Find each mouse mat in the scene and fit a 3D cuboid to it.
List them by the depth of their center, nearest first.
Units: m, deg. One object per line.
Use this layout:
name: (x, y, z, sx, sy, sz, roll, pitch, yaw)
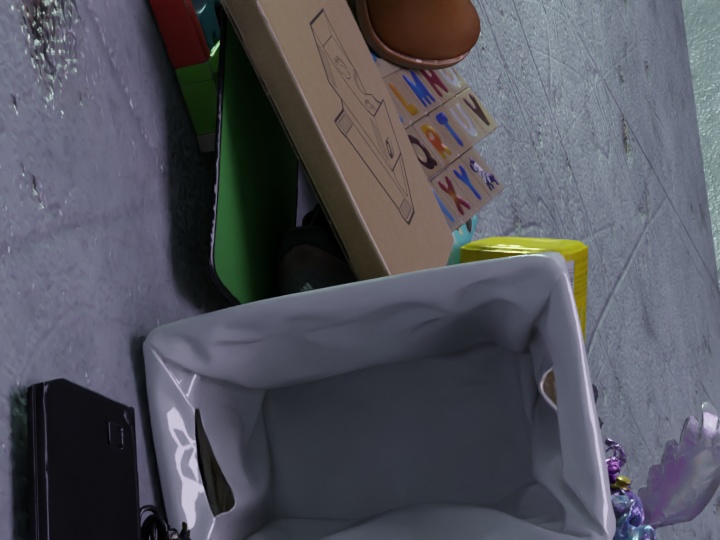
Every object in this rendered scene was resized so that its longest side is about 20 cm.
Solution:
mouse mat: (-0.054, -0.066, 1.085, 0.161, 0.007, 0.202, 56, 32, -68)

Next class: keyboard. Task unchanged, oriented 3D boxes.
keyboard: (-0.100, 0.148, 0.825, 0.127, 0.020, 0.202, 34, 48, -60)

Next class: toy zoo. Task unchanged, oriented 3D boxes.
toy zoo: (-0.090, -0.179, 1.070, 0.131, 0.020, 0.201, -71, 147, -60)

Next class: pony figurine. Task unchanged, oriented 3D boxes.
pony figurine: (0.197, 0.194, 1.646, 0.200, 0.165, 0.194, -59, 168, -72)

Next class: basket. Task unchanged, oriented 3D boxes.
basket: (0.016, 0.075, 0.959, 0.123, 0.198, 0.137, 9, 71, -78)

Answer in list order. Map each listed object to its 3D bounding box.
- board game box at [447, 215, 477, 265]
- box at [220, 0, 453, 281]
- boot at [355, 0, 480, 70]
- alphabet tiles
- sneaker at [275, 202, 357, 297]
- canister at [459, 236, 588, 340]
board game box: (0.025, -0.058, 1.345, 0.200, 0.047, 0.152, -67, 143, -63)
box: (-0.007, -0.078, 1.087, 0.201, 0.021, 0.164, 64, 17, -13)
boot: (0.052, -0.198, 1.238, 0.199, 0.154, 0.074, 25, 50, -46)
alphabet tiles: (0.030, -0.109, 1.287, 0.168, 0.008, 0.200, 52, 24, 0)
sneaker: (0.000, 0.000, 1.145, 0.200, 0.076, 0.083, -12, 93, -79)
canister: (0.107, 0.081, 1.386, 0.148, 0.086, 0.202, -14, 106, -76)
